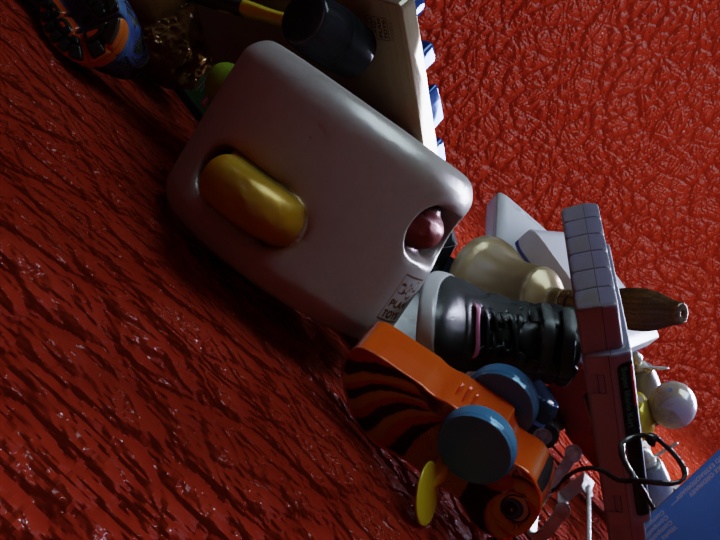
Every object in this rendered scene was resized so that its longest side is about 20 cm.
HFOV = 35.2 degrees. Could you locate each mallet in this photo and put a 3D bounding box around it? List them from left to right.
[{"bbox_3d":[-0.069,-0.180,0.806,0.065,0.042,0.199,22,3,-45],"label":"mallet"}]

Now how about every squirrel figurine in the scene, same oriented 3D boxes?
[{"bbox_3d":[-0.138,-0.266,0.991,0.201,0.185,0.142,56,-13,9],"label":"squirrel figurine"}]

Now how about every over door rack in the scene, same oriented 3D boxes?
[{"bbox_3d":[0.139,0.148,0.864,0.148,0.067,0.200,45,10,-6],"label":"over door rack"}]

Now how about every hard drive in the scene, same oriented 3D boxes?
[{"bbox_3d":[0.176,0.002,1.115,0.131,0.026,0.200,40,21,-9],"label":"hard drive"},{"bbox_3d":[0.219,0.021,1.075,0.133,0.025,0.199,56,20,14],"label":"hard drive"}]

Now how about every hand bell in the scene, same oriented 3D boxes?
[{"bbox_3d":[0.170,0.025,0.901,0.104,0.105,0.199,37,-21,-34],"label":"hand bell"}]

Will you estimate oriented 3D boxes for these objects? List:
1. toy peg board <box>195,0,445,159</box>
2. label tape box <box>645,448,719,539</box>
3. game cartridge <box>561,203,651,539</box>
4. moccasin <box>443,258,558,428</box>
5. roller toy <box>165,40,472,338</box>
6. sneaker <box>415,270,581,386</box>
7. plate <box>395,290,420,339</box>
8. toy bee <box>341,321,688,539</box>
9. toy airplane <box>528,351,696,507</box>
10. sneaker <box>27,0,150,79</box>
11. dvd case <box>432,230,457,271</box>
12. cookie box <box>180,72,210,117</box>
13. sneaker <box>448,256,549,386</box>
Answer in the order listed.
[{"bbox_3d":[-0.010,-0.157,0.886,0.197,0.098,0.202,19,-40,31],"label":"toy peg board"},{"bbox_3d":[0.248,0.202,0.858,0.063,0.144,0.200,48,10,21],"label":"label tape box"},{"bbox_3d":[0.164,0.074,0.754,0.130,0.038,0.202,-89,167,-59],"label":"game cartridge"},{"bbox_3d":[0.125,0.054,1.049,0.080,0.068,0.201,31,19,-51],"label":"moccasin"},{"bbox_3d":[-0.029,-0.046,0.748,0.181,0.141,0.200,31,7,-24],"label":"roller toy"},{"bbox_3d":[0.105,0.043,0.812,0.098,0.072,0.200,4,-5,22],"label":"sneaker"},{"bbox_3d":[0.000,0.000,0.938,0.200,0.032,0.200,45,14,14],"label":"plate"},{"bbox_3d":[0.072,0.120,0.679,0.199,0.110,0.130,36,36,31],"label":"toy bee"},{"bbox_3d":[0.269,0.166,1.089,0.198,0.141,0.202,20,39,-50],"label":"toy airplane"},{"bbox_3d":[-0.225,-0.217,0.881,0.201,0.075,0.078,59,7,27],"label":"sneaker"},{"bbox_3d":[0.046,-0.062,1.032,0.200,0.024,0.153,106,-27,-73],"label":"dvd case"},{"bbox_3d":[-0.099,-0.161,1.109,0.201,0.075,0.171,51,11,30],"label":"cookie box"},{"bbox_3d":[0.160,0.041,1.169,0.200,0.090,0.070,46,11,-7],"label":"sneaker"}]
